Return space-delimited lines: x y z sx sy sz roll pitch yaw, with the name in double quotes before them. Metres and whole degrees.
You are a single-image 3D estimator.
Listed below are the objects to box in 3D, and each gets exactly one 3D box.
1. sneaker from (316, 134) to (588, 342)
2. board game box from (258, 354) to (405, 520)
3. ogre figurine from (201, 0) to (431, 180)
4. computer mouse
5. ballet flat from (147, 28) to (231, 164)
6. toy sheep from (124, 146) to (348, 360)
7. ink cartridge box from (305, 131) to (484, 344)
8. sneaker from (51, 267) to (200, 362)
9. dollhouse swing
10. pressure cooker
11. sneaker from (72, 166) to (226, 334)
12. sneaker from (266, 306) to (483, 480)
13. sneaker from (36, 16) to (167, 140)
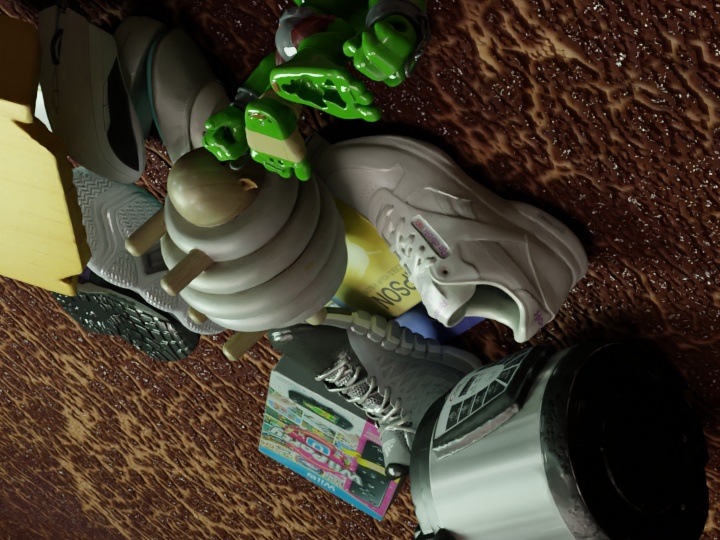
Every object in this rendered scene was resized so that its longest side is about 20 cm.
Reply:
"sneaker" 0.051 -0.024 0.941 0.200 0.100 0.075 27 152 12
"board game box" -0.014 0.147 1.313 0.147 0.064 0.200 29 153 8
"ogre figurine" -0.016 -0.133 0.815 0.098 0.120 0.200 29 153 -3
"computer mouse" -0.197 -0.141 0.946 0.110 0.044 0.200 15 129 38
"ballet flat" -0.108 -0.086 1.018 0.064 0.067 0.200 16 134 21
"toy sheep" -0.074 -0.017 0.961 0.138 0.138 0.200 15 157 29
"ink cartridge box" 0.000 0.000 1.089 0.200 0.047 0.198 39 150 -7
"sneaker" -0.199 0.016 1.260 0.200 0.088 0.076 17 145 46
"dollhouse swing" -0.244 -0.125 0.960 0.181 0.176 0.200 17 145 11
"pressure cooker" 0.134 0.154 1.031 0.176 0.179 0.200 13 156 -37
"sneaker" -0.185 -0.027 1.149 0.200 0.076 0.114 42 179 -37
"sneaker" 0.014 0.103 1.092 0.200 0.116 0.075 17 155 -28
"sneaker" -0.211 -0.146 1.040 0.115 0.074 0.200 30 153 -3
